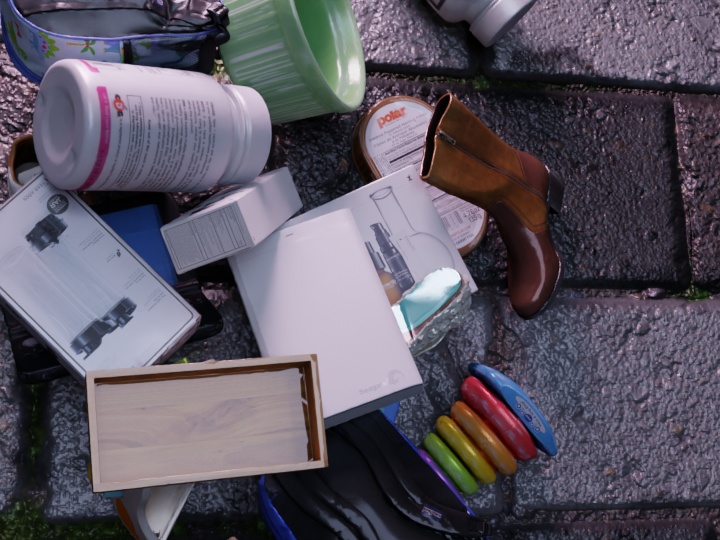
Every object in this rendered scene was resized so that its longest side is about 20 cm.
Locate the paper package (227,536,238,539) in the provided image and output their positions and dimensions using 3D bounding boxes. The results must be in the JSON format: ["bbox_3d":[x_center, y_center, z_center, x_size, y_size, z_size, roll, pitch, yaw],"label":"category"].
[{"bbox_3d":[-0.119,0.378,1.030,0.190,0.200,0.104,41,26,-1],"label":"paper package"}]

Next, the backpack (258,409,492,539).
[{"bbox_3d":[-0.008,0.239,1.096,0.162,0.168,0.200,-35,77,-25],"label":"backpack"}]

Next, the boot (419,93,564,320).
[{"bbox_3d":[0.141,-0.065,1.229,0.199,0.068,0.190,29,67,-39],"label":"boot"}]

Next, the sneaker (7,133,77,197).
[{"bbox_3d":[-0.302,-0.049,1.119,0.072,0.085,0.201,-21,59,-23],"label":"sneaker"}]

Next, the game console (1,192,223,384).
[{"bbox_3d":[-0.255,0.011,1.139,0.198,0.176,0.118,-15,109,-16],"label":"game console"}]

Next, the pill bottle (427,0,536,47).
[{"bbox_3d":[0.107,-0.357,1.321,0.111,0.111,0.200,-41,89,-19],"label":"pill bottle"}]

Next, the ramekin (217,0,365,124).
[{"bbox_3d":[-0.077,-0.251,1.205,0.097,0.200,0.202,-14,78,19],"label":"ramekin"}]

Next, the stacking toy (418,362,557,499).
[{"bbox_3d":[0.095,0.198,1.195,0.200,0.110,0.116,-40,97,-5],"label":"stacking toy"}]

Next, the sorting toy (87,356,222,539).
[{"bbox_3d":[-0.181,0.152,1.084,0.106,0.180,0.201,28,71,-6],"label":"sorting toy"}]

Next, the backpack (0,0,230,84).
[{"bbox_3d":[-0.248,-0.255,1.121,0.198,0.147,0.184,-8,62,-22],"label":"backpack"}]

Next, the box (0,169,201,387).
[{"bbox_3d":[-0.255,0.019,1.048,0.200,0.060,0.117,43,69,2],"label":"box"}]

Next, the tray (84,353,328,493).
[{"bbox_3d":[-0.132,0.130,0.988,0.198,0.037,0.100,-3,78,-17],"label":"tray"}]

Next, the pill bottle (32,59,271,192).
[{"bbox_3d":[-0.188,-0.129,1.065,0.199,0.113,0.115,-2,75,-40],"label":"pill bottle"}]

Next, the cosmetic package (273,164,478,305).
[{"bbox_3d":[0.000,0.000,1.189,0.199,0.052,0.152,-26,81,-18],"label":"cosmetic package"}]

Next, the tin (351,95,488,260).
[{"bbox_3d":[0.068,-0.101,1.287,0.111,0.042,0.201,-26,83,-23],"label":"tin"}]

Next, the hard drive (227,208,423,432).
[{"bbox_3d":[-0.037,0.046,1.092,0.131,0.026,0.201,-19,62,-7],"label":"hard drive"}]

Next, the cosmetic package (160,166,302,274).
[{"bbox_3d":[-0.122,-0.054,1.132,0.082,0.200,0.051,-17,100,13],"label":"cosmetic package"}]

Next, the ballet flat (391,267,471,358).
[{"bbox_3d":[0.032,0.075,1.125,0.199,0.072,0.072,-33,86,-13],"label":"ballet flat"}]

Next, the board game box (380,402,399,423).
[{"bbox_3d":[-0.017,0.063,1.219,0.151,0.045,0.202,18,72,-9],"label":"board game box"}]
